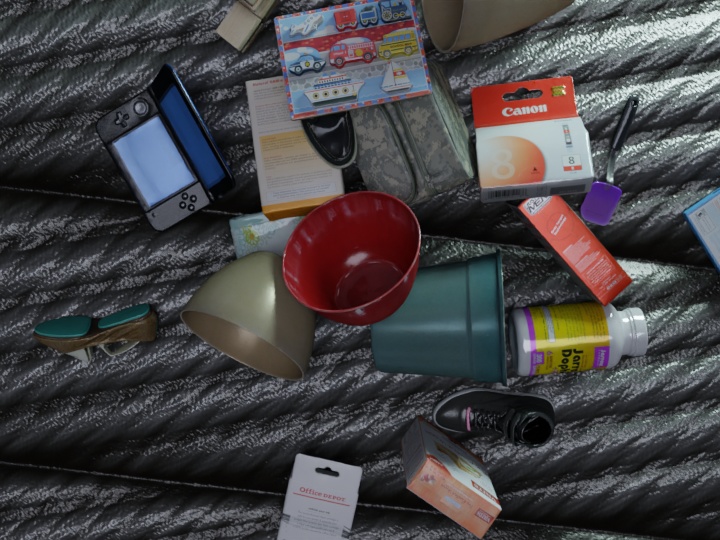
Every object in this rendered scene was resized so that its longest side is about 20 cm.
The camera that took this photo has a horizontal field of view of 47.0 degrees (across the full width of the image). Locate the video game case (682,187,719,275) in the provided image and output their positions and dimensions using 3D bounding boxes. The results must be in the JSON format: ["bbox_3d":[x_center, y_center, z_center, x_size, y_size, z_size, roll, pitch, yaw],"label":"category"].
[{"bbox_3d":[0.622,-0.087,1.287,0.199,0.018,0.144,-35,96,6],"label":"video game case"}]

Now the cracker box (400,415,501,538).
[{"bbox_3d":[0.133,0.307,1.261,0.133,0.200,0.058,35,97,-5],"label":"cracker box"}]

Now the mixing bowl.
[{"bbox_3d":[0.000,0.000,1.159,0.198,0.202,0.109,-22,141,4],"label":"mixing bowl"}]

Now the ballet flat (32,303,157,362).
[{"bbox_3d":[-0.416,0.106,1.316,0.197,0.068,0.073,-11,117,-1],"label":"ballet flat"}]

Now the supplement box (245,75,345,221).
[{"bbox_3d":[-0.094,-0.185,1.235,0.124,0.074,0.203,-8,84,2],"label":"supplement box"}]

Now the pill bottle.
[{"bbox_3d":[0.333,0.103,1.276,0.197,0.104,0.106,-6,98,2],"label":"pill bottle"}]

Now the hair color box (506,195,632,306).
[{"bbox_3d":[0.314,-0.046,1.256,0.061,0.102,0.200,-43,96,6],"label":"hair color box"}]

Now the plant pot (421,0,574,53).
[{"bbox_3d":[0.205,-0.414,1.178,0.197,0.187,0.191,-8,99,-12],"label":"plant pot"}]

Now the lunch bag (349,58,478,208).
[{"bbox_3d":[0.067,-0.190,1.227,0.166,0.139,0.202,-21,97,21],"label":"lunch bag"}]

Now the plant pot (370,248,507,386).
[{"bbox_3d":[0.118,0.076,1.241,0.193,0.200,0.204,-4,99,9],"label":"plant pot"}]

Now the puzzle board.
[{"bbox_3d":[-0.011,-0.296,1.136,0.197,0.017,0.153,-11,78,0],"label":"puzzle board"}]

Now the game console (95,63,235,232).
[{"bbox_3d":[-0.295,-0.176,1.238,0.169,0.118,0.202,-29,96,5],"label":"game console"}]

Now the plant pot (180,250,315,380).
[{"bbox_3d":[-0.144,0.053,1.208,0.198,0.200,0.136,27,68,-3],"label":"plant pot"}]

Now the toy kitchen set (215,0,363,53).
[{"bbox_3d":[-0.086,-0.372,1.182,0.180,0.163,0.201,37,98,-5],"label":"toy kitchen set"}]

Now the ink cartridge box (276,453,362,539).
[{"bbox_3d":[-0.068,0.390,1.343,0.114,0.068,0.203,12,99,-1],"label":"ink cartridge box"}]

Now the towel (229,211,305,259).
[{"bbox_3d":[-0.093,-0.018,1.294,0.197,0.048,0.174,-12,97,3],"label":"towel"}]

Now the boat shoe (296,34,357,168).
[{"bbox_3d":[-0.058,-0.244,1.168,0.073,0.066,0.202,-15,83,2],"label":"boat shoe"}]

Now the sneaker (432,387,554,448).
[{"bbox_3d":[0.213,0.233,1.300,0.196,0.099,0.072,-1,100,2],"label":"sneaker"}]

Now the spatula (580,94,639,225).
[{"bbox_3d":[0.390,-0.171,1.275,0.056,0.021,0.203,14,96,-14],"label":"spatula"}]

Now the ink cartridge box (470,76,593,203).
[{"bbox_3d":[0.246,-0.202,1.206,0.159,0.050,0.203,-5,68,7],"label":"ink cartridge box"}]
